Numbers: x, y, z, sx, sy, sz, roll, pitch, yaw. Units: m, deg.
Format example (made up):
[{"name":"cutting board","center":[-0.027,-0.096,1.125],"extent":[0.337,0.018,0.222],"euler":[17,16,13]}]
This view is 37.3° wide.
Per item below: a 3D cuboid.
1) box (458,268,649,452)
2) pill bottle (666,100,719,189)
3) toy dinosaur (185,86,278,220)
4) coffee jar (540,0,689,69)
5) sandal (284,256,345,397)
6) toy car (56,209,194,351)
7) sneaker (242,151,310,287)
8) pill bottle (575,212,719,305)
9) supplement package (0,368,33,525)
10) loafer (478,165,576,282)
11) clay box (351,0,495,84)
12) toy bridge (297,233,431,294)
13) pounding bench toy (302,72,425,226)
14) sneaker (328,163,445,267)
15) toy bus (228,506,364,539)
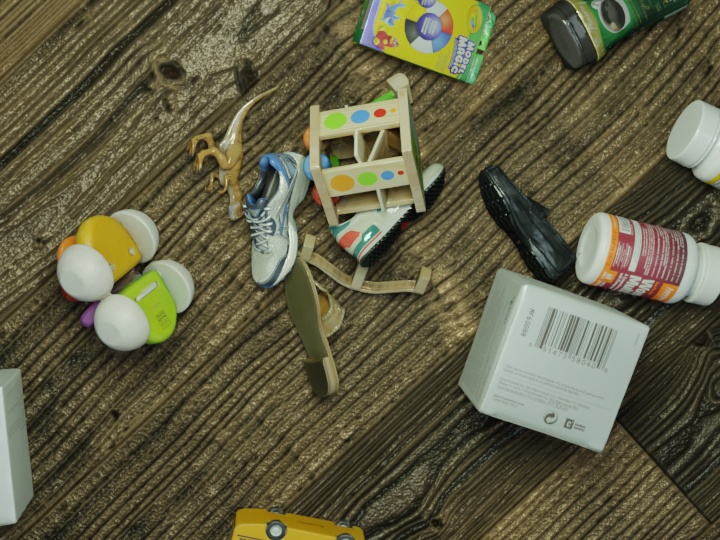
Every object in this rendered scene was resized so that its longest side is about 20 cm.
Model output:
[{"name":"box","center":[0.275,0.127,1.562],"extent":[0.199,0.171,0.200],"euler":[19,96,-8]},{"name":"pill bottle","center":[0.565,-0.168,1.578],"extent":[0.200,0.114,0.115],"euler":[24,95,-8]},{"name":"toy dinosaur","center":[-0.191,-0.176,1.543],"extent":[0.106,0.060,0.201],"euler":[2,104,-30]},{"name":"coffee jar","center":[0.365,-0.377,1.544],"extent":[0.200,0.085,0.104],"euler":[-31,103,-2]},{"name":"sandal","center":[-0.054,0.077,1.586],"extent":[0.070,0.078,0.212],"euler":[-16,98,-36]},{"name":"toy car","center":[-0.349,0.025,1.510],"extent":[0.150,0.175,0.200],"euler":[-28,102,34]},{"name":"sneaker","center":[-0.136,-0.076,1.529],"extent":[0.077,0.085,0.201],"euler":[10,91,35]},{"name":"pill bottle","center":[0.431,-0.013,1.589],"extent":[0.199,0.110,0.110],"euler":[13,96,-7]},{"name":"supplement package","center":[-0.546,0.254,1.529],"extent":[0.117,0.117,0.201],"euler":[-4,98,-5]},{"name":"loafer","center":[0.248,-0.076,1.589],"extent":[0.070,0.068,0.201],"euler":[-38,98,-18]},{"name":"clay box","center":[0.099,-0.347,1.525],"extent":[0.200,0.048,0.115],"euler":[15,98,-19]},{"name":"toy bridge","center":[0.000,0.000,1.575],"extent":[0.199,0.027,0.067],"euler":[15,136,-5]},{"name":"pounding bench toy","center":[0.001,-0.184,1.510],"extent":[0.156,0.200,0.124],"euler":[-8,141,8]},{"name":"sneaker","center":[0.038,-0.100,1.552],"extent":[0.093,0.070,0.200],"euler":[38,73,17]},{"name":"toy bus","center":[-0.097,0.413,1.620],"extent":[0.199,0.065,0.079],"euler":[13,97,-7]}]
